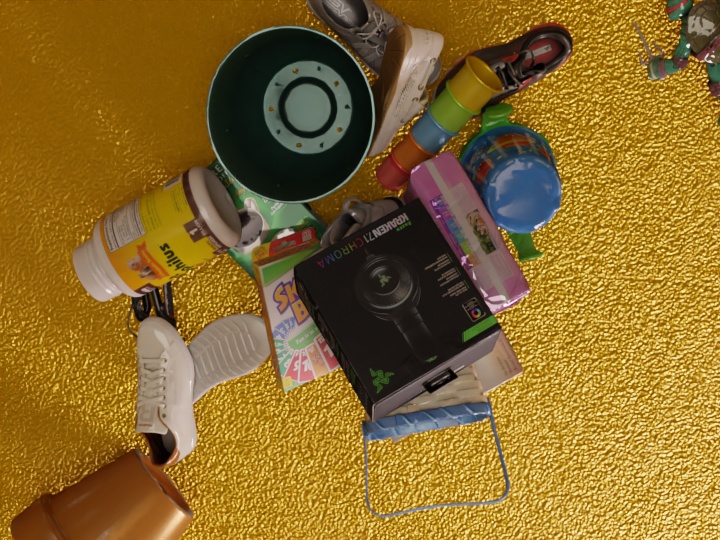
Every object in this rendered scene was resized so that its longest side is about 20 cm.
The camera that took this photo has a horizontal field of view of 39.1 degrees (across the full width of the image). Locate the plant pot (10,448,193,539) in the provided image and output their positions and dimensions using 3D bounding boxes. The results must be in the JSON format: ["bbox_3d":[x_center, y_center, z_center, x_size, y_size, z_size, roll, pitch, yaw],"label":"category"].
[{"bbox_3d":[-0.331,0.347,1.362,0.183,0.200,0.201,-41,100,-8],"label":"plant pot"}]

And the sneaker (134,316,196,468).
[{"bbox_3d":[-0.263,0.165,1.336,0.072,0.085,0.203,-4,105,21],"label":"sneaker"}]

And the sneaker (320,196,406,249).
[{"bbox_3d":[0.000,0.000,1.309,0.114,0.075,0.203,4,102,-45],"label":"sneaker"}]

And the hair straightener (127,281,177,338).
[{"bbox_3d":[-0.288,0.011,1.358,0.076,0.041,0.203,-4,107,1],"label":"hair straightener"}]

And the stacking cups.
[{"bbox_3d":[0.089,-0.179,1.272,0.060,0.061,0.200,42,121,-9],"label":"stacking cups"}]

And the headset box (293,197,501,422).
[{"bbox_3d":[0.044,0.052,1.176,0.173,0.093,0.201,-28,72,-10],"label":"headset box"}]

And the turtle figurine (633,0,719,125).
[{"bbox_3d":[0.426,-0.288,1.266,0.150,0.101,0.200,-44,105,8],"label":"turtle figurine"}]

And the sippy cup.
[{"bbox_3d":[0.194,-0.109,1.278,0.177,0.131,0.140,38,102,-14],"label":"sippy cup"}]

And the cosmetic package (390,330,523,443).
[{"bbox_3d":[0.104,0.130,1.357,0.198,0.087,0.104,-31,102,6],"label":"cosmetic package"}]

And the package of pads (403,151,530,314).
[{"bbox_3d":[0.127,-0.039,1.249,0.075,0.121,0.202,-29,83,-2],"label":"package of pads"}]

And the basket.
[{"bbox_3d":[0.085,0.191,1.243,0.174,0.139,0.203,-6,72,0],"label":"basket"}]

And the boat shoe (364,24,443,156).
[{"bbox_3d":[0.053,-0.214,1.255,0.068,0.072,0.201,-1,147,-20],"label":"boat shoe"}]

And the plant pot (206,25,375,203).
[{"bbox_3d":[-0.074,-0.195,1.242,0.197,0.161,0.204,1,103,5],"label":"plant pot"}]

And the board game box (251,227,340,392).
[{"bbox_3d":[-0.080,0.051,1.316,0.095,0.030,0.203,-21,115,-25],"label":"board game box"}]

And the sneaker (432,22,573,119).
[{"bbox_3d":[0.178,-0.251,1.275,0.199,0.082,0.078,-32,101,8],"label":"sneaker"}]

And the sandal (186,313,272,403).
[{"bbox_3d":[-0.196,0.114,1.373,0.201,0.050,0.083,-31,97,21],"label":"sandal"}]

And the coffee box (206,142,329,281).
[{"bbox_3d":[-0.130,-0.065,1.334,0.200,0.044,0.123,44,99,-10],"label":"coffee box"}]

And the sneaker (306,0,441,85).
[{"bbox_3d":[0.014,-0.293,1.265,0.199,0.082,0.075,32,101,-7],"label":"sneaker"}]

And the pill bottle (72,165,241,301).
[{"bbox_3d":[-0.255,-0.040,1.264,0.198,0.109,0.110,-27,102,12],"label":"pill bottle"}]
